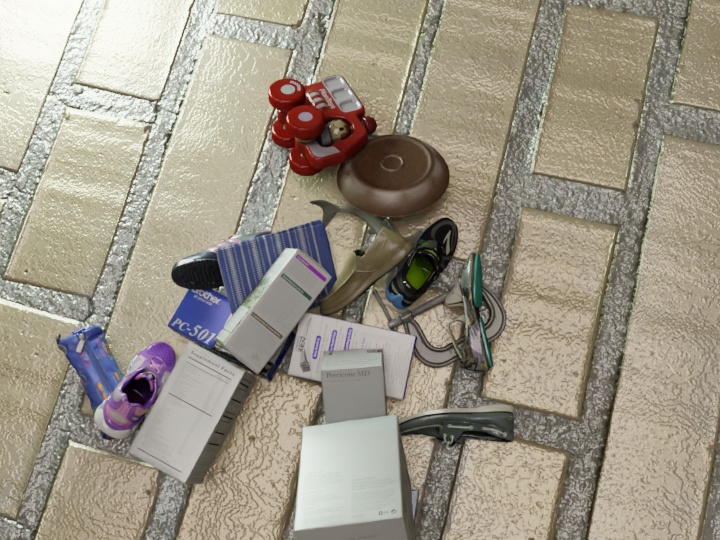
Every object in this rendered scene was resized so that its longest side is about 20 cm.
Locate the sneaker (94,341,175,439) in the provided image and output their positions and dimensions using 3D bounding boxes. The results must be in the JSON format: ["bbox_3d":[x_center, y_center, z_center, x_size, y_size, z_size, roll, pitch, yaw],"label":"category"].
[{"bbox_3d":[-0.352,0.182,1.400,0.080,0.089,0.200,35,38,-7],"label":"sneaker"}]

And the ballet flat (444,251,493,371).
[{"bbox_3d":[0.176,0.070,1.424,0.072,0.072,0.201,-6,80,3],"label":"ballet flat"}]

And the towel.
[{"bbox_3d":[-0.137,0.005,1.458,0.199,0.024,0.146,-16,98,-19],"label":"towel"}]

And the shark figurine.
[{"bbox_3d":[0.024,-0.076,1.484,0.214,0.090,0.128,43,79,14],"label":"shark figurine"}]

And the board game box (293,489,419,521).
[{"bbox_3d":[0.024,0.440,1.362,0.199,0.062,0.201,-24,75,-2],"label":"board game box"}]

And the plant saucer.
[{"bbox_3d":[0.056,-0.177,1.492,0.199,0.037,0.201,-3,50,3],"label":"plant saucer"}]

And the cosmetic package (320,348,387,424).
[{"bbox_3d":[-0.006,0.231,1.367,0.101,0.074,0.201,-5,109,3],"label":"cosmetic package"}]

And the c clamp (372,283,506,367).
[{"bbox_3d":[0.142,0.072,1.467,0.199,0.027,0.172,-22,75,-1],"label":"c clamp"}]

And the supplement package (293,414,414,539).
[{"bbox_3d":[-0.004,0.341,1.249,0.151,0.151,0.200,-9,32,6],"label":"supplement package"}]

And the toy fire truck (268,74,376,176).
[{"bbox_3d":[-0.065,-0.267,1.517,0.167,0.112,0.200,-20,53,-17],"label":"toy fire truck"}]

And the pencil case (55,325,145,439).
[{"bbox_3d":[-0.440,0.185,1.449,0.078,0.087,0.201,-26,76,-20],"label":"pencil case"}]

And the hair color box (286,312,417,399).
[{"bbox_3d":[-0.013,0.142,1.433,0.199,0.065,0.110,12,86,5],"label":"hair color box"}]

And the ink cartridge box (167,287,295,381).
[{"bbox_3d":[-0.222,0.104,1.476,0.199,0.044,0.094,26,77,11],"label":"ink cartridge box"}]

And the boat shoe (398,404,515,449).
[{"bbox_3d":[0.155,0.259,1.395,0.199,0.073,0.062,-5,71,-3],"label":"boat shoe"}]

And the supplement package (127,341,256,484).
[{"bbox_3d":[-0.272,0.236,1.410,0.113,0.110,0.201,27,79,9],"label":"supplement package"}]

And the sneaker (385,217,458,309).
[{"bbox_3d":[0.117,-0.015,1.443,0.071,0.083,0.200,42,56,-6],"label":"sneaker"}]

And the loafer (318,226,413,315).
[{"bbox_3d":[0.000,0.000,1.437,0.200,0.076,0.068,-39,88,15],"label":"loafer"}]

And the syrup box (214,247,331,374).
[{"bbox_3d":[-0.144,0.062,1.404,0.081,0.079,0.200,42,78,-18],"label":"syrup box"}]

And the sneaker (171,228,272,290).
[{"bbox_3d":[-0.234,-0.023,1.487,0.199,0.070,0.082,-11,41,-17],"label":"sneaker"}]
